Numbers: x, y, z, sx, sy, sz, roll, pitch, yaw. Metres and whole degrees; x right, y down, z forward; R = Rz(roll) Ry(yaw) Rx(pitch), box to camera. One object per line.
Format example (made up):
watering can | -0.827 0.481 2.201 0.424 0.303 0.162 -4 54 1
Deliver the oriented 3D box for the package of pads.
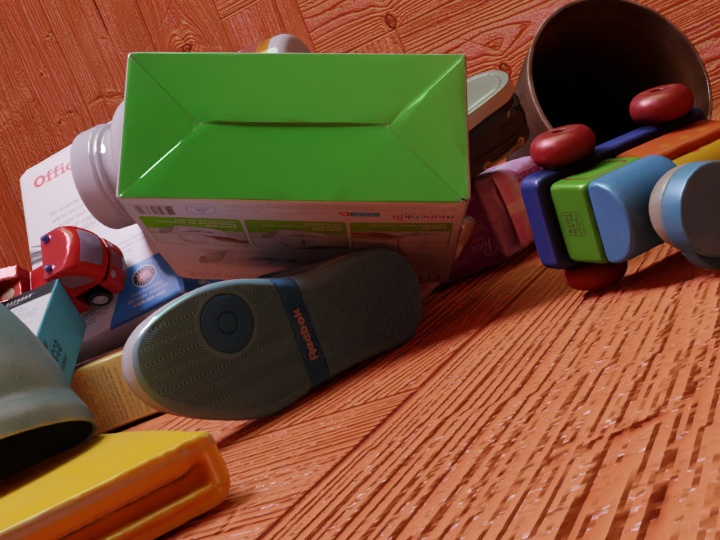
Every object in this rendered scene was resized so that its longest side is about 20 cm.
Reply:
package of pads | 0.102 -0.045 0.894 0.120 0.076 0.200 -23 3 25

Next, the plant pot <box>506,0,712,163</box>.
plant pot | 0.225 -0.146 1.039 0.186 0.188 0.200 -23 -11 -18

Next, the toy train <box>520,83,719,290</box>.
toy train | 0.193 -0.056 0.517 0.199 0.085 0.116 -23 14 -22

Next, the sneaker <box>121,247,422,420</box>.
sneaker | -0.071 0.044 0.611 0.199 0.080 0.130 -12 -2 -40

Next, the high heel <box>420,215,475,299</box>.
high heel | 0.000 0.000 0.822 0.199 0.072 0.143 -31 9 6

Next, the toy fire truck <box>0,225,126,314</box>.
toy fire truck | -0.306 0.014 0.811 0.199 0.049 0.141 -27 -33 17

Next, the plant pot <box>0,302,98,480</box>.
plant pot | -0.257 0.068 0.525 0.200 0.135 0.200 -28 -11 -6

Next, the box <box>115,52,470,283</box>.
box | -0.035 -0.056 0.648 0.199 0.097 0.177 0 -15 3

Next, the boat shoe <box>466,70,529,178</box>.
boat shoe | 0.041 -0.074 0.783 0.201 0.061 0.072 -33 31 2

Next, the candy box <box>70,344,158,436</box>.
candy box | -0.228 0.105 0.815 0.199 0.057 0.117 -20 4 8

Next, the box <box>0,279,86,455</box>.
box | -0.254 0.085 0.715 0.082 0.049 0.200 -22 27 5

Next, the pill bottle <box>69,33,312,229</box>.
pill bottle | -0.123 -0.102 0.802 0.199 0.113 0.112 -17 5 18

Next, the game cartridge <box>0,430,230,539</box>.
game cartridge | -0.165 0.120 0.440 0.176 0.033 0.200 -24 1 -27

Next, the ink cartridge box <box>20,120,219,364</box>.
ink cartridge box | -0.217 -0.022 0.916 0.145 0.201 0.084 -25 -30 14
